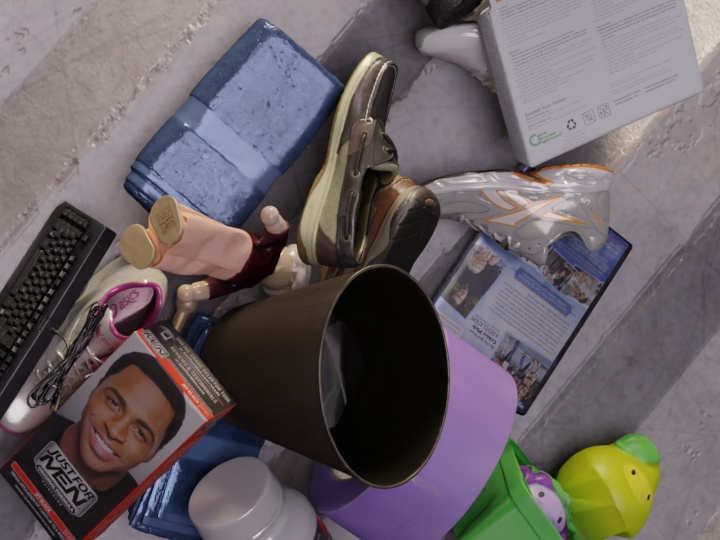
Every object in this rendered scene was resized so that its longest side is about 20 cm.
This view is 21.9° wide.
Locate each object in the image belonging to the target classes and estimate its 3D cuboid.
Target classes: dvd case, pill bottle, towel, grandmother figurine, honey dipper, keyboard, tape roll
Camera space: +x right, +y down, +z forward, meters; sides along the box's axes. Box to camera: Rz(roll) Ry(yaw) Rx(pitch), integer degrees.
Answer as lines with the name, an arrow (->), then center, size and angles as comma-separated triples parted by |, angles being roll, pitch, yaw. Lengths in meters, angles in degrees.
dvd case -> 0.155, 0.019, 1.787 | 0.142, 0.018, 0.201 | 35, 84, -17
pill bottle -> -0.074, 0.263, 1.665 | 0.110, 0.111, 0.201 | -37, 125, -10
towel -> -0.134, 0.148, 1.687 | 0.111, 0.048, 0.202 | 19, 89, -35
grandmother figurine -> -0.111, -0.016, 1.625 | 0.199, 0.121, 0.061 | 19, 46, -52
honey dipper -> -0.192, 0.111, 1.688 | 0.038, 0.038, 0.202 | 25, 84, -17
keyboard -> -0.277, 0.045, 1.616 | 0.201, 0.127, 0.021 | -59, 145, -3
towel -> -0.114, -0.119, 1.670 | 0.112, 0.049, 0.200 | 42, 84, -18
tape roll -> 0.047, 0.152, 1.673 | 0.085, 0.200, 0.201 | 35, 85, -16

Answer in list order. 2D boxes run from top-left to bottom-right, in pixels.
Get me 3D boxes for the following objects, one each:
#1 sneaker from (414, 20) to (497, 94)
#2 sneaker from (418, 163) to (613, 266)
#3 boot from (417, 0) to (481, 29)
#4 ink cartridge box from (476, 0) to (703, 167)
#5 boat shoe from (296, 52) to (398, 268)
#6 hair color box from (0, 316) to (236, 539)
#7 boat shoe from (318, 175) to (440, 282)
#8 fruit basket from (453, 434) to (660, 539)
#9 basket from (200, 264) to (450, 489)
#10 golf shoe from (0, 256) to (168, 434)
sneaker -> 0.144, -0.189, 1.737 | 0.198, 0.070, 0.081 | 7, 96, -18
sneaker -> 0.139, -0.048, 1.729 | 0.198, 0.076, 0.093 | -4, 92, 0
boot -> 0.100, -0.318, 1.709 | 0.199, 0.070, 0.132 | -33, 79, -35
ink cartridge box -> 0.206, -0.223, 1.700 | 0.198, 0.041, 0.202 | -23, 113, -17
boat shoe -> 0.004, -0.094, 1.655 | 0.065, 0.072, 0.202 | 14, 76, 20
hair color box -> -0.211, 0.144, 1.606 | 0.200, 0.061, 0.102 | -44, 82, 24
boat shoe -> 0.000, 0.000, 1.714 | 0.075, 0.074, 0.201 | 10, 113, -56
fruit basket -> 0.209, 0.243, 1.769 | 0.213, 0.156, 0.218 | -1, 106, -2
basket -> -0.038, 0.084, 1.585 | 0.135, 0.199, 0.182 | -6, 95, -37
golf shoe -> -0.246, 0.066, 1.636 | 0.075, 0.091, 0.200 | 45, 84, -17
